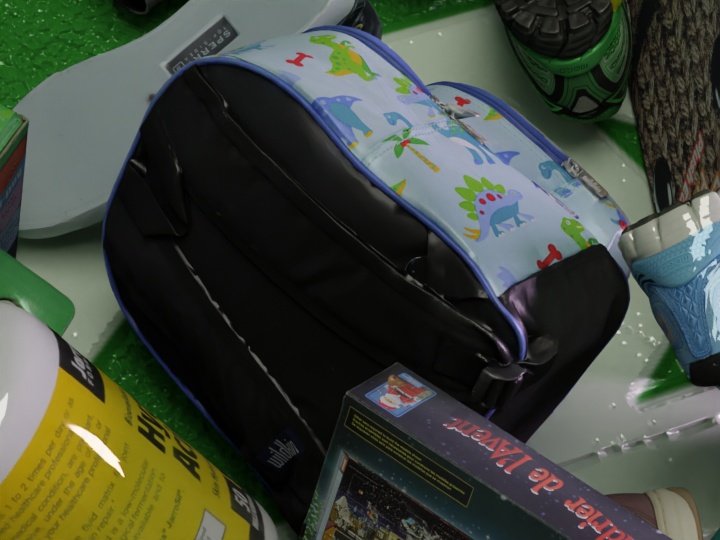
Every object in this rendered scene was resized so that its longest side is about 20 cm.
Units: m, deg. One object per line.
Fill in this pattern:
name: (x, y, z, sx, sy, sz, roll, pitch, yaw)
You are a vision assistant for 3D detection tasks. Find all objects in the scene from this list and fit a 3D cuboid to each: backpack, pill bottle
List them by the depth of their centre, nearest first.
pill bottle: (-0.133, 0.083, 1.040, 0.200, 0.111, 0.112, 42, 51, -30)
backpack: (0.000, 0.000, 1.135, 0.200, 0.183, 0.147, 45, 39, 15)

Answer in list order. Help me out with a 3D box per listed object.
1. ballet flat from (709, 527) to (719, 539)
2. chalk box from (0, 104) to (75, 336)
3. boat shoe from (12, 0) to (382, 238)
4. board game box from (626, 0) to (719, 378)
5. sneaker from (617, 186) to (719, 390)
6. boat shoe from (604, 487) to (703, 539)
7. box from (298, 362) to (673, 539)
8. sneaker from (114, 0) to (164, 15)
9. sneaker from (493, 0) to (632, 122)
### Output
ballet flat: (0.188, 0.103, 1.131, 0.070, 0.071, 0.200, 29, 25, 8)
chalk box: (-0.218, -0.014, 1.133, 0.199, 0.124, 0.125, 27, 58, 7)
boat shoe: (-0.076, -0.071, 1.233, 0.200, 0.091, 0.071, -35, 67, 2)
board game box: (0.194, -0.076, 1.225, 0.096, 0.160, 0.201, -2, 58, -10)
sneaker: (0.177, 0.034, 1.112, 0.200, 0.078, 0.090, 17, 55, -48)
boat shoe: (0.111, 0.178, 1.108, 0.064, 0.072, 0.201, 2, 56, -1)
box: (0.063, 0.144, 1.021, 0.200, 0.137, 0.038, 33, 33, 23)
sneaker: (-0.055, -0.157, 1.296, 0.200, 0.076, 0.116, 22, 71, 5)
sneaker: (0.090, -0.149, 1.309, 0.078, 0.085, 0.201, -8, 44, 7)
